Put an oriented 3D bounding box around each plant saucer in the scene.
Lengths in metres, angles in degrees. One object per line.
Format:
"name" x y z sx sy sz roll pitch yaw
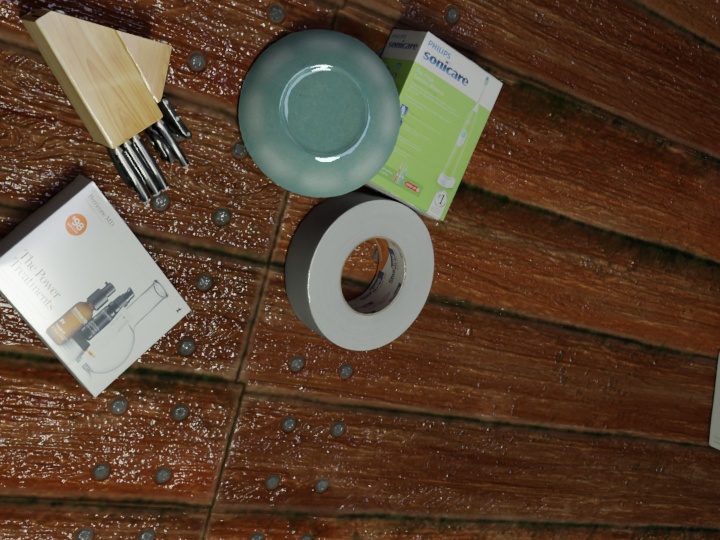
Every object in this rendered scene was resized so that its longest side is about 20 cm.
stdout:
"plant saucer" -0.046 -0.189 1.200 0.199 0.039 0.203 -1 94 -9

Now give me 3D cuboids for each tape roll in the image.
"tape roll" 0.000 0.000 1.324 0.199 0.066 0.203 -11 109 -32

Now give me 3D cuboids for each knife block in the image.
"knife block" -0.275 -0.172 1.085 0.198 0.064 0.177 10 97 -36

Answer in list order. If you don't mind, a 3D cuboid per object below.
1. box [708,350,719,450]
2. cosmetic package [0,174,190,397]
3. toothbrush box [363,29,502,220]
"box" 0.780 0.250 1.847 0.170 0.198 0.202 -8 108 -31
"cosmetic package" -0.307 0.019 1.130 0.151 0.051 0.201 -45 124 -19
"toothbrush box" 0.075 -0.188 1.307 0.145 0.086 0.202 24 90 -35
